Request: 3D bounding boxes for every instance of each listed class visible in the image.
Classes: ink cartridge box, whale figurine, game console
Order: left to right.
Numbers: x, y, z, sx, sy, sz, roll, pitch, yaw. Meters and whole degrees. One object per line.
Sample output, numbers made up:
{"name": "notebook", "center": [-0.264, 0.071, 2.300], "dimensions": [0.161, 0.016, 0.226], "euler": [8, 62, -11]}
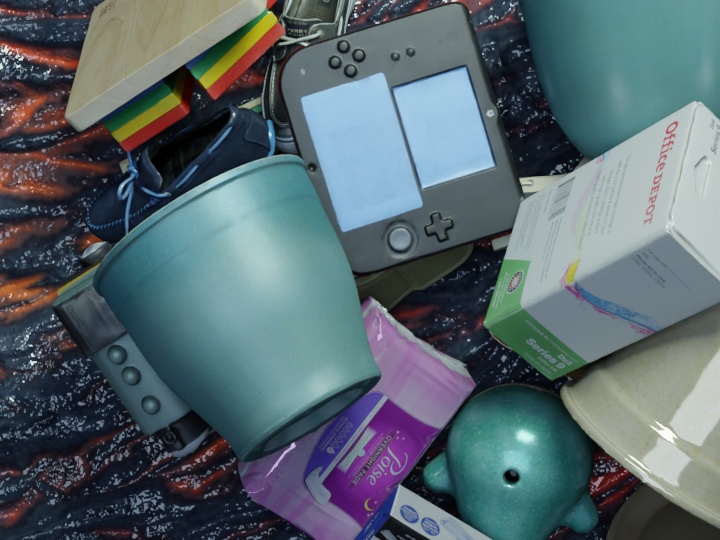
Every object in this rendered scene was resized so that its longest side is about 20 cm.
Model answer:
{"name": "game console", "center": [0.034, -0.109, 1.348], "dimensions": [0.175, 0.031, 0.202], "euler": [-17, 91, 2]}
{"name": "ink cartridge box", "center": [0.090, 0.271, 1.349], "dimensions": [0.199, 0.044, 0.094], "euler": [31, 125, -7]}
{"name": "whale figurine", "center": [0.126, 0.200, 1.367], "dimensions": [0.158, 0.104, 0.202], "euler": [15, 100, 9]}
{"name": "ink cartridge box", "center": [0.205, -0.021, 1.243], "dimensions": [0.087, 0.146, 0.200], "euler": [38, 137, -18]}

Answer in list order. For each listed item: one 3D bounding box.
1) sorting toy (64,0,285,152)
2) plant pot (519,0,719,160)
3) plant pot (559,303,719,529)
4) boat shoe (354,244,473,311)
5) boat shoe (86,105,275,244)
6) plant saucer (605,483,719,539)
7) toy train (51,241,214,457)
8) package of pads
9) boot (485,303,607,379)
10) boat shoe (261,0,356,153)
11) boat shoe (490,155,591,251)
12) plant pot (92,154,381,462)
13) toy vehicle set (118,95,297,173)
{"name": "sorting toy", "center": [-0.147, -0.207, 1.381], "dimensions": [0.198, 0.201, 0.070], "euler": [-30, 121, 19]}
{"name": "plant pot", "center": [0.233, -0.181, 1.313], "dimensions": [0.198, 0.201, 0.162], "euler": [-6, 109, 9]}
{"name": "plant pot", "center": [0.290, 0.077, 1.256], "dimensions": [0.200, 0.200, 0.184], "euler": [34, 103, 8]}
{"name": "boat shoe", "center": [0.000, 0.000, 1.409], "dimensions": [0.199, 0.075, 0.069], "euler": [-27, 54, 0]}
{"name": "boat shoe", "center": [-0.169, -0.095, 1.391], "dimensions": [0.199, 0.069, 0.085], "euler": [-33, 53, 19]}
{"name": "plant saucer", "center": [0.300, 0.225, 1.310], "dimensions": [0.198, 0.201, 0.030], "euler": [-17, 120, 9]}
{"name": "toy train", "center": [-0.191, 0.071, 1.399], "dimensions": [0.085, 0.114, 0.201], "euler": [-28, 101, 18]}
{"name": "package of pads", "center": [-0.003, 0.136, 1.387], "dimensions": [0.120, 0.076, 0.201], "euler": [35, 96, -19]}
{"name": "boot", "center": [0.201, 0.069, 1.372], "dimensions": [0.198, 0.075, 0.074], "euler": [18, 90, 8]}
{"name": "boat shoe", "center": [-0.050, -0.206, 1.397], "dimensions": [0.071, 0.071, 0.202], "euler": [8, 76, 17]}
{"name": "boat shoe", "center": [0.198, -0.075, 1.378], "dimensions": [0.198, 0.071, 0.063], "euler": [-18, 84, 13]}
{"name": "plant pot", "center": [-0.083, 0.041, 1.281], "dimensions": [0.199, 0.200, 0.189], "euler": [-34, 79, 8]}
{"name": "toy vehicle set", "center": [-0.107, -0.080, 1.448], "dimensions": [0.199, 0.027, 0.125], "euler": [-24, 85, 8]}
